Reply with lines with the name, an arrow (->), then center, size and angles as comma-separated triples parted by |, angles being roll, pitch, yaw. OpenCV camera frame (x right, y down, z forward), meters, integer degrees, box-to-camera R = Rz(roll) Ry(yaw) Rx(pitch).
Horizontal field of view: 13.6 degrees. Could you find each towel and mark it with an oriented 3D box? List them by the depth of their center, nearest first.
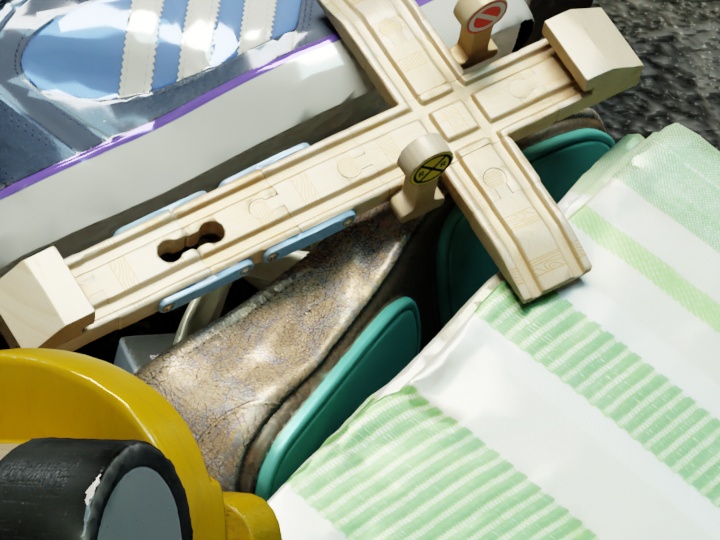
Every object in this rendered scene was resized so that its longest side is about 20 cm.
towel -> 0.077, 0.061, 0.817 | 0.152, 0.023, 0.200 | 39, 62, 16

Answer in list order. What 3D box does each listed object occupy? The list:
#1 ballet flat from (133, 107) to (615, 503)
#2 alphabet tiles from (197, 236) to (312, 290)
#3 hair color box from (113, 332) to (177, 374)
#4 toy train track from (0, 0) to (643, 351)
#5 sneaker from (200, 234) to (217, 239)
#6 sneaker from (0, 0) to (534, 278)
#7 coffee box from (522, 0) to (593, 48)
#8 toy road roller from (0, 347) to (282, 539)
ballet flat -> 0.000, 0.000, 0.876 | 0.067, 0.068, 0.200 | 24, 42, 26
alphabet tiles -> 0.012, -0.023, 1.009 | 0.166, 0.006, 0.200 | -7, 26, -32
hair color box -> 0.004, 0.102, 0.862 | 0.099, 0.061, 0.200 | -5, 44, -29
toy train track -> -0.009, -0.029, 0.827 | 0.200, 0.033, 0.115 | -26, 66, -19
sneaker -> -0.089, -0.095, 0.992 | 0.067, 0.108, 0.201 | -4, 29, -26
sneaker -> -0.063, -0.091, 0.912 | 0.199, 0.081, 0.147 | -25, 77, -12
coffee box -> -0.013, -0.138, 1.117 | 0.199, 0.080, 0.113 | 27, 25, 12
toy road roller -> -0.080, 0.119, 0.724 | 0.122, 0.201, 0.146 | -1, 2, 23
